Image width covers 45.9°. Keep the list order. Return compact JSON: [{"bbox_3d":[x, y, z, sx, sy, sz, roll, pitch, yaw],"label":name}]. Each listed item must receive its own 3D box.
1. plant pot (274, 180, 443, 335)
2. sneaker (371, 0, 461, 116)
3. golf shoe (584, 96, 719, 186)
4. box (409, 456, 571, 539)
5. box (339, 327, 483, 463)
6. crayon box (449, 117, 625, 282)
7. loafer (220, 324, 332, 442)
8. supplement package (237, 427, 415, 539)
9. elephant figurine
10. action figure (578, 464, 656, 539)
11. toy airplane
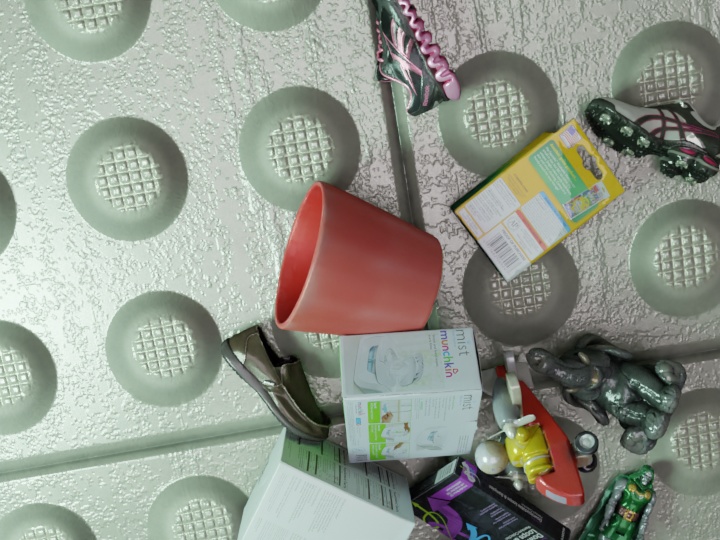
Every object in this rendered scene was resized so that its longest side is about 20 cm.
[{"bbox_3d":[0.000,0.000,1.106,0.176,0.200,0.202,15,100,-16],"label":"plant pot"},{"bbox_3d":[0.048,-0.291,1.108,0.095,0.079,0.201,-30,99,16],"label":"sneaker"},{"bbox_3d":[0.395,-0.192,1.142,0.199,0.077,0.089,25,79,-9],"label":"golf shoe"},{"bbox_3d":[0.176,0.352,1.208,0.199,0.036,0.143,33,136,-9],"label":"box"},{"bbox_3d":[0.064,0.171,1.124,0.175,0.097,0.201,-5,145,0],"label":"box"},{"bbox_3d":[0.239,-0.096,1.156,0.199,0.052,0.126,-38,100,6],"label":"crayon box"},{"bbox_3d":[-0.105,0.156,1.182,0.071,0.073,0.200,-43,99,7],"label":"loafer"},{"bbox_3d":[-0.049,0.340,1.180,0.199,0.151,0.153,26,98,-6],"label":"supplement package"},{"bbox_3d":[0.331,0.147,1.169,0.199,0.156,0.142,24,56,17],"label":"elephant figurine"},{"bbox_3d":[0.382,0.376,1.252,0.117,0.055,0.201,23,95,-3],"label":"action figure"},{"bbox_3d":[0.208,0.212,1.140,0.140,0.199,0.201,-31,100,-8],"label":"toy airplane"}]
